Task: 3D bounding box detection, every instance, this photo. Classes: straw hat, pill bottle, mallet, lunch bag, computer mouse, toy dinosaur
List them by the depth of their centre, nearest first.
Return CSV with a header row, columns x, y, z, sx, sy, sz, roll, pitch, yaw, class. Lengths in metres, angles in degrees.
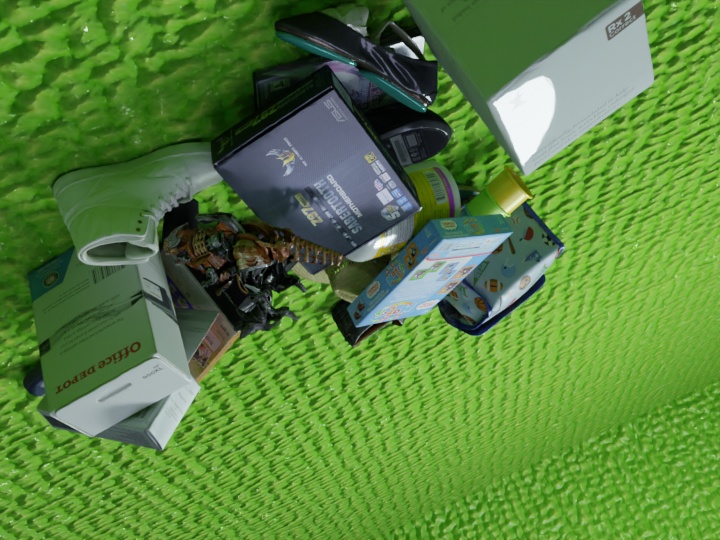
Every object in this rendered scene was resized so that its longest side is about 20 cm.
x,y,z,sx,sy,sz,roll,pitch,yaw,class
-0.120,-0.007,1.031,0.102,0.198,0.137,-47,138,-33,toy dinosaur
0.007,-0.154,1.092,0.196,0.054,0.139,-13,155,4,computer mouse
-0.190,-0.026,1.165,0.040,0.067,0.200,1,160,16,mallet
0.026,-0.073,1.201,0.197,0.105,0.105,-16,153,-31,pill bottle
0.000,0.000,1.312,0.197,0.086,0.202,-11,149,-6,straw hat
0.209,0.008,1.468,0.169,0.124,0.200,-38,172,-15,lunch bag

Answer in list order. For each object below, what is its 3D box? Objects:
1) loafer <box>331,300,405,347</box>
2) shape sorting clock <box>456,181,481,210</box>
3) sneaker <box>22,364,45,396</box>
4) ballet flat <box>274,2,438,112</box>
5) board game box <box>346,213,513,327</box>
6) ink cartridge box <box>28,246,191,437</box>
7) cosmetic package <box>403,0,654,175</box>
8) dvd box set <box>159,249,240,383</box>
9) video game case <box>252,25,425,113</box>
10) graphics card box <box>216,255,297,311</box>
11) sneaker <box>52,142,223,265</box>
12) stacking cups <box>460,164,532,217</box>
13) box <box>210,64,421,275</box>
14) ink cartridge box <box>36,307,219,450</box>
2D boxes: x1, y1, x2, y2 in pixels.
x,y,z,sx,sy,sz,roll,pitch,yaw,class
0.055,0.060,1.515,0.197,0.073,0.073,-26,152,0,loafer
0.099,-0.059,1.381,0.197,0.040,0.201,-20,152,-11,shape sorting clock
-0.367,0.156,1.315,0.197,0.083,0.071,-12,151,-24,sneaker
0.004,-0.232,0.964,0.198,0.074,0.073,21,131,-30,ballet flat
0.092,0.001,1.258,0.150,0.037,0.200,-8,149,-45,board game box
-0.292,0.065,1.081,0.143,0.202,0.084,-28,145,8,ink cartridge box
0.159,-0.241,0.918,0.164,0.202,0.165,-35,152,7,cosmetic package
-0.242,0.075,1.214,0.200,0.147,0.029,-47,169,36,dvd box set
-0.023,-0.197,1.060,0.197,0.019,0.144,-18,152,-13,video game case
-0.167,0.035,1.251,0.200,0.051,0.125,-44,176,36,graphics card box
-0.221,-0.065,1.017,0.197,0.117,0.074,-18,151,-17,sneaker
0.153,-0.059,1.328,0.200,0.061,0.060,-44,148,21,stacking cups
-0.046,-0.104,1.033,0.156,0.051,0.200,-29,130,14,box
-0.277,0.123,1.151,0.197,0.175,0.044,3,137,33,ink cartridge box
